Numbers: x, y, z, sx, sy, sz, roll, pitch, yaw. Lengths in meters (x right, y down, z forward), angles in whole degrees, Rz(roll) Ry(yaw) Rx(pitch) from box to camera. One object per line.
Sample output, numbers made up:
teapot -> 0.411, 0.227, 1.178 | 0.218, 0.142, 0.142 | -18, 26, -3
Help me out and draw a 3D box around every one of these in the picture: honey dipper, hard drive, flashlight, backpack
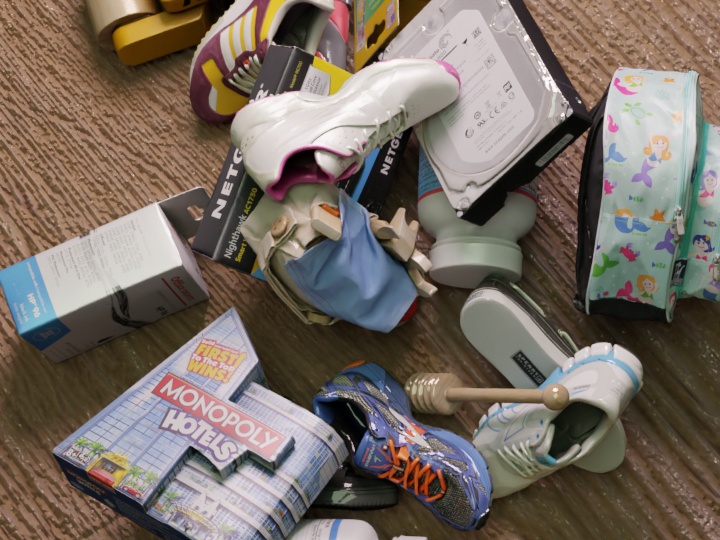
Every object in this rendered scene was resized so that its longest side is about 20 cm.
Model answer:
honey dipper -> 0.107, 0.107, 1.436 | 0.038, 0.200, 0.038 | 2, 87, -32
hard drive -> 0.102, -0.157, 1.447 | 0.140, 0.038, 0.200 | -42, 51, 26
flashlight -> -0.046, -0.184, 1.596 | 0.068, 0.068, 0.201 | -5, 73, 34
backpack -> 0.254, -0.070, 1.432 | 0.150, 0.178, 0.201 | 1, 112, 14

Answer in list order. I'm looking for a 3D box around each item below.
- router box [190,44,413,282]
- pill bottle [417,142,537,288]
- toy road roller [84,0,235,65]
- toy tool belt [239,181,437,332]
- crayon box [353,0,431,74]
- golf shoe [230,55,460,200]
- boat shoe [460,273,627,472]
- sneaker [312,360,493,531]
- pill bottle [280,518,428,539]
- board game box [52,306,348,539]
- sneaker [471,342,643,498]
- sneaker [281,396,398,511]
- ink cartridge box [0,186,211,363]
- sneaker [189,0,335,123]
router box -> -0.048, -0.082, 1.511 | 0.051, 0.149, 0.200 | 19, 88, 56
pill bottle -> 0.106, -0.090, 1.525 | 0.108, 0.109, 0.201 | 1, 74, 8
toy road roller -> -0.177, -0.298, 1.602 | 0.200, 0.146, 0.123 | -20, 72, 1
toy tool belt -> 0.000, 0.000, 1.452 | 0.125, 0.200, 0.123 | -57, 34, -7
crayon box -> 0.035, -0.295, 1.581 | 0.051, 0.126, 0.201 | 5, 73, -18
golf shoe -> -0.005, -0.115, 1.413 | 0.200, 0.075, 0.092 | -18, 54, -1
boat shoe -> 0.169, 0.086, 1.476 | 0.071, 0.064, 0.200 | -33, 101, 33
sneaker -> 0.032, 0.160, 1.461 | 0.200, 0.078, 0.075 | 38, 123, 29
pill bottle -> -0.042, 0.269, 1.441 | 0.199, 0.112, 0.113 | 1, 74, 8
board game box -> -0.122, 0.137, 1.444 | 0.200, 0.062, 0.200 | 24, 61, 26
sneaker -> 0.152, 0.141, 1.422 | 0.075, 0.087, 0.200 | 39, 126, -7
sneaker -> -0.064, 0.159, 1.502 | 0.199, 0.060, 0.105 | 0, 77, 10
ink cartridge box -> -0.213, 0.005, 1.536 | 0.200, 0.116, 0.068 | -24, 73, 1
sneaker -> -0.093, -0.199, 1.552 | 0.200, 0.075, 0.090 | -54, 38, 31
